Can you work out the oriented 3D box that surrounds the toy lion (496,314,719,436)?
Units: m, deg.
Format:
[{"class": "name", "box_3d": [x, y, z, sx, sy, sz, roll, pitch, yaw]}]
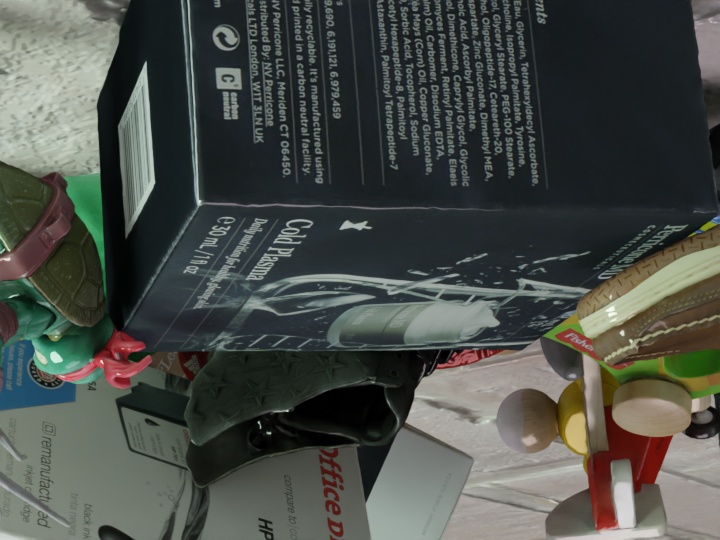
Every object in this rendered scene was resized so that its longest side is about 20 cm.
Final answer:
[{"class": "toy lion", "box_3d": [0.157, 0.006, 0.951, 0.199, 0.069, 0.191, 28, 146, -25]}]

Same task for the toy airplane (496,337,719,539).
[{"class": "toy airplane", "box_3d": [0.154, 0.117, 1.159, 0.140, 0.202, 0.199, 6, 171, 23]}]

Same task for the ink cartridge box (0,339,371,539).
[{"class": "ink cartridge box", "box_3d": [-0.098, 0.121, 0.801, 0.199, 0.147, 0.086, 18, 121, -20]}]

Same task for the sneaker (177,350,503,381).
[{"class": "sneaker", "box_3d": [0.000, 0.000, 0.929, 0.198, 0.116, 0.079, -8, 119, 0]}]

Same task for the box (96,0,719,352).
[{"class": "box", "box_3d": [0.006, -0.048, 0.693, 0.195, 0.125, 0.200, -1, 163, -17]}]

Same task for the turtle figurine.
[{"class": "turtle figurine", "box_3d": [-0.155, -0.004, 0.676, 0.100, 0.201, 0.150, -35, -152, -5]}]

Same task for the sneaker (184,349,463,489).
[{"class": "sneaker", "box_3d": [0.012, 0.041, 0.812, 0.198, 0.105, 0.060, -4, 136, -12]}]

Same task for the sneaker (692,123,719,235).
[{"class": "sneaker", "box_3d": [0.197, -0.049, 0.826, 0.198, 0.083, 0.071, 13, 170, 0]}]

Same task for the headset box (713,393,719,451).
[{"class": "headset box", "box_3d": [0.370, 0.109, 1.359, 0.172, 0.094, 0.200, -6, 164, 7]}]

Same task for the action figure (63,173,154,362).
[{"class": "action figure", "box_3d": [-0.058, -0.020, 0.846, 0.198, 0.055, 0.119, -17, 121, -2]}]

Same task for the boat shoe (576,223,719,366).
[{"class": "boat shoe", "box_3d": [0.182, 0.011, 0.659, 0.201, 0.075, 0.075, -16, 169, -16]}]

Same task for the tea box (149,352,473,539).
[{"class": "tea box", "box_3d": [-0.060, 0.125, 1.047, 0.196, 0.134, 0.200, 26, 175, -6]}]
